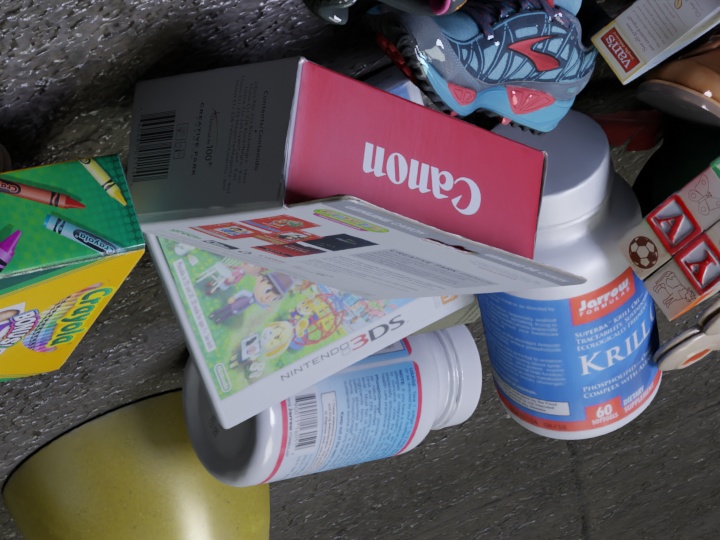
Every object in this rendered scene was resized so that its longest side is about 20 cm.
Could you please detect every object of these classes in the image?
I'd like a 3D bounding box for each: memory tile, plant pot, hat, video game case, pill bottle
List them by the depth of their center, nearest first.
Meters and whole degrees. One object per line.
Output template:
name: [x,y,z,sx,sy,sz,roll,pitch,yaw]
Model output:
video game case: [-0.029,-0.011,1.668,0.181,0.022,0.201,-27,137,-9]
pill bottle: [0.125,0.001,1.736,0.112,0.113,0.201,-21,134,-7]
memory tile: [0.284,0.006,1.759,0.199,0.017,0.153,-18,161,-41]
hat: [0.231,-0.099,1.788,0.200,0.165,0.177,-53,141,-31]
pill bottle: [-0.017,0.083,1.946,0.199,0.109,0.109,-9,156,-35]
plant pot: [-0.146,0.195,2.039,0.199,0.143,0.200,-20,161,-7]

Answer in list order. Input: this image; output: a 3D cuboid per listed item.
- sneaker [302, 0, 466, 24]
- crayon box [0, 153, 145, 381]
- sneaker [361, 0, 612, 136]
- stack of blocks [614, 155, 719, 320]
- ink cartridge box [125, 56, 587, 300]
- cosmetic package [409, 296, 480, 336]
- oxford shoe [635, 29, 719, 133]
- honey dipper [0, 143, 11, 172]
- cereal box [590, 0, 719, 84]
sneaker: [0.043,-0.168,1.384,0.199,0.087,0.080,-17,162,-19]
crayon box: [-0.202,0.008,1.507,0.118,0.059,0.200,-12,164,-24]
sneaker: [0.075,-0.140,1.548,0.096,0.079,0.200,-50,157,18]
stack of blocks: [0.255,-0.049,1.689,0.115,0.059,0.200,-42,170,38]
ink cartridge box: [0.003,-0.046,1.501,0.175,0.085,0.199,-4,165,44]
cosmetic package: [0.000,0.000,1.801,0.199,0.071,0.105,-13,158,-29]
oxford shoe: [0.213,-0.118,1.657,0.072,0.071,0.200,-69,165,9]
honey dipper: [-0.231,-0.073,1.387,0.038,0.038,0.200,-27,161,10]
cereal box: [0.233,-0.189,1.560,0.200,0.040,0.144,-38,178,34]
